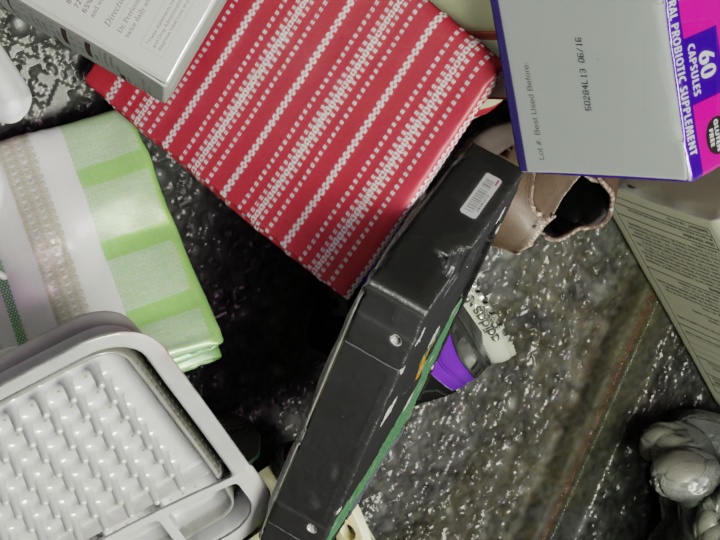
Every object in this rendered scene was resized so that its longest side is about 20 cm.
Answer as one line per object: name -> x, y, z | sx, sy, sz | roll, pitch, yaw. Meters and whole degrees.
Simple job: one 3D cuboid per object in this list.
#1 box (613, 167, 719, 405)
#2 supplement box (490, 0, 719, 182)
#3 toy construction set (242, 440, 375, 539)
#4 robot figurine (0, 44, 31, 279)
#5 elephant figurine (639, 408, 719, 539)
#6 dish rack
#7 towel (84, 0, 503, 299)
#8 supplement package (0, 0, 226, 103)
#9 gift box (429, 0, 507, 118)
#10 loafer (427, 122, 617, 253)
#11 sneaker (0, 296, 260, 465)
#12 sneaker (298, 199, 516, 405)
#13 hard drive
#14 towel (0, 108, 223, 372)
box -> 0.255, -0.003, 1.211 | 0.109, 0.128, 0.200 | -41, 120, -14
supplement box -> 0.167, -0.122, 0.940 | 0.200, 0.103, 0.101 | -28, 114, -41
toy construction set -> -0.033, 0.174, 1.098 | 0.092, 0.131, 0.200 | -48, 169, 26
robot figurine -> -0.239, -0.070, 0.916 | 0.169, 0.113, 0.200 | -28, 96, -17
elephant figurine -> 0.218, 0.201, 1.264 | 0.141, 0.155, 0.200 | -25, 131, -57
dish rack -> -0.150, 0.100, 0.963 | 0.171, 0.044, 0.200 | -27, 142, 1
towel -> -0.037, -0.100, 0.984 | 0.145, 0.200, 0.022 | -56, 157, 15
supplement package -> -0.137, -0.193, 0.893 | 0.200, 0.151, 0.152 | 30, 89, -6
gift box -> 0.063, -0.182, 1.033 | 0.184, 0.200, 0.187 | -23, 111, -35
loafer -> 0.110, -0.047, 1.104 | 0.200, 0.071, 0.073 | -25, 158, -53
sneaker -> -0.135, 0.061, 1.052 | 0.200, 0.078, 0.091 | 15, 92, -32
sneaker -> 0.000, 0.000, 1.110 | 0.099, 0.070, 0.200 | -35, 112, 1
hard drive -> 0.013, 0.047, 0.999 | 0.140, 0.038, 0.200 | -53, 168, -49
towel -> -0.184, 0.008, 0.989 | 0.200, 0.031, 0.149 | -20, 81, -18
